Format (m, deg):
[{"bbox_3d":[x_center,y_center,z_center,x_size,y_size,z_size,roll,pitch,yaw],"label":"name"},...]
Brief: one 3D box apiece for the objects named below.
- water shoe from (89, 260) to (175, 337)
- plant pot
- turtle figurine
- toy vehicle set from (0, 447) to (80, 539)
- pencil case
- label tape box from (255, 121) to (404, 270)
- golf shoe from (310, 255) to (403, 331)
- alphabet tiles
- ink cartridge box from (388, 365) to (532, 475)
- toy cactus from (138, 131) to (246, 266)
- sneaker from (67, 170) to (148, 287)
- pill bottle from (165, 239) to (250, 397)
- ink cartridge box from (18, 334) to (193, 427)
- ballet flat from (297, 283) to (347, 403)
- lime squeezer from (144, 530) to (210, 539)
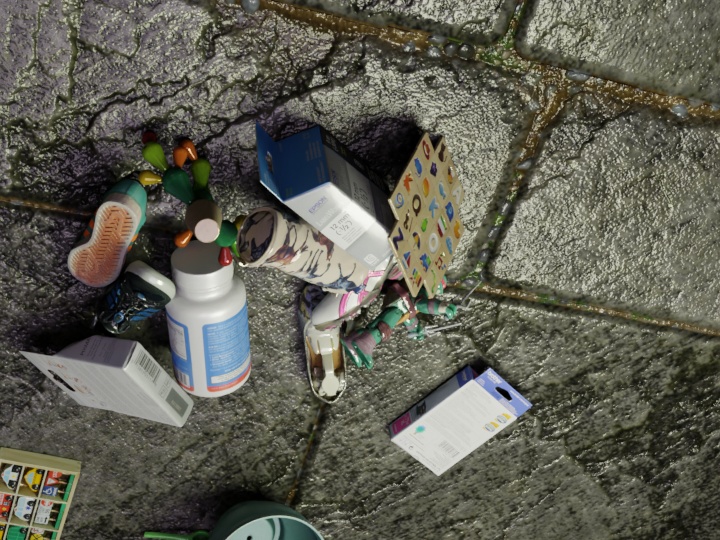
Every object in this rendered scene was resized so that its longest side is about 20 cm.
[{"bbox_3d":[-0.300,0.049,1.511,0.071,0.079,0.200,35,155,-13],"label":"water shoe"},{"bbox_3d":[-0.163,0.447,1.822,0.198,0.134,0.203,-7,110,-20],"label":"plant pot"},{"bbox_3d":[0.070,0.061,1.627,0.199,0.101,0.150,-34,169,-13],"label":"turtle figurine"},{"bbox_3d":[-0.517,0.365,1.790,0.123,0.027,0.202,13,122,-18],"label":"toy vehicle set"},{"bbox_3d":[-0.072,-0.023,1.476,0.199,0.077,0.090,18,98,-47],"label":"pencil case"},{"bbox_3d":[-0.041,-0.110,1.460,0.066,0.144,0.200,-39,122,19],"label":"label tape box"},{"bbox_3d":[0.000,0.000,1.591,0.200,0.073,0.092,-41,96,4],"label":"golf shoe"},{"bbox_3d":[0.087,-0.071,1.491,0.006,0.201,0.167,0,133,31],"label":"alphabet tiles"},{"bbox_3d":[0.155,0.227,1.794,0.199,0.042,0.119,-38,122,20],"label":"ink cartridge box"},{"bbox_3d":[-0.209,-0.076,1.445,0.102,0.165,0.201,-30,115,0],"label":"toy cactus"},{"bbox_3d":[-0.321,-0.052,1.506,0.071,0.080,0.200,33,137,-11],"label":"sneaker"},{"bbox_3d":[-0.208,0.064,1.575,0.111,0.113,0.202,-4,126,-6],"label":"pill bottle"},{"bbox_3d":[-0.352,0.146,1.605,0.198,0.057,0.163,11,150,33],"label":"ink cartridge box"},{"bbox_3d":[-0.049,0.112,1.663,0.071,0.072,0.202,-8,125,-4],"label":"ballet flat"},{"bbox_3d":[-0.255,0.454,1.898,0.199,0.038,0.070,31,147,-27],"label":"lime squeezer"}]
